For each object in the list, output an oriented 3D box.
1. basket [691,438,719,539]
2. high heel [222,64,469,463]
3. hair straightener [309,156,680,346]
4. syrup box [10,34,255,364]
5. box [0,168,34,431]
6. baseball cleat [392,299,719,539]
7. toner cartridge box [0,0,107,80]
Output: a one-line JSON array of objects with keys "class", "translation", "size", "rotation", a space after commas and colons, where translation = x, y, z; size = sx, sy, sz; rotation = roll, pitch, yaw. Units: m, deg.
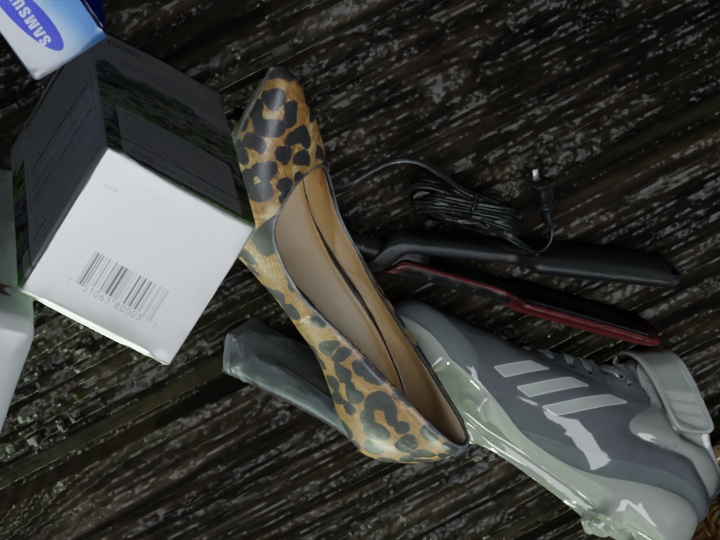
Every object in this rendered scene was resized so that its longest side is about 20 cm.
[{"class": "basket", "translation": [0.187, 0.187, 1.487], "size": [0.143, 0.200, 0.149], "rotation": [-15, 115, -3]}, {"class": "high heel", "translation": [0.000, 0.000, 1.410], "size": [0.142, 0.071, 0.200], "rotation": [25, 133, 26]}, {"class": "hair straightener", "translation": [0.072, -0.021, 1.480], "size": [0.200, 0.041, 0.077], "rotation": [16, 108, -9]}, {"class": "syrup box", "translation": [-0.110, -0.040, 1.352], "size": [0.079, 0.200, 0.081], "rotation": [29, 104, -17]}, {"class": "box", "translation": [-0.271, 0.036, 1.360], "size": [0.199, 0.200, 0.171], "rotation": [16, 110, -13]}, {"class": "baseball cleat", "translation": [0.104, 0.063, 1.506], "size": [0.200, 0.070, 0.106], "rotation": [40, 68, -8]}, {"class": "toner cartridge box", "translation": [-0.192, -0.190, 1.338], "size": [0.043, 0.095, 0.200], "rotation": [-32, 112, 7]}]
